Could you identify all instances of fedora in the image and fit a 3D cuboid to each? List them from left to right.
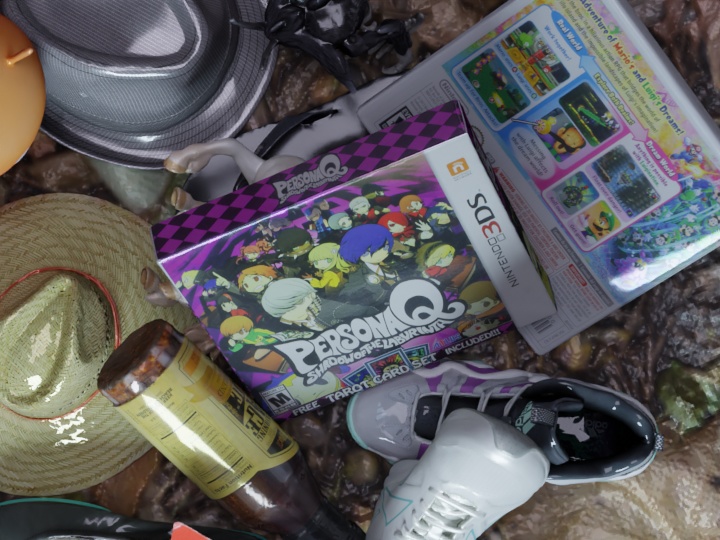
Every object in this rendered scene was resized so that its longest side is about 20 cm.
[{"bbox_3d":[-0.152,-0.162,1.457,0.200,0.090,0.177,36,87,3],"label":"fedora"}]

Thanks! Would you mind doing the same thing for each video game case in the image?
[{"bbox_3d":[0.000,0.000,1.386,0.200,0.181,0.036,-22,47,8],"label":"video game case"},{"bbox_3d":[0.126,-0.070,1.427,0.182,0.024,0.200,-34,99,24],"label":"video game case"}]

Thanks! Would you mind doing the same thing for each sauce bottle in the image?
[{"bbox_3d":[-0.076,0.116,1.430,0.066,0.066,0.200,-46,110,-3],"label":"sauce bottle"}]

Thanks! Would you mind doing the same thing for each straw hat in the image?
[{"bbox_3d":[-0.198,0.047,1.446,0.201,0.085,0.202,0,86,1],"label":"straw hat"}]

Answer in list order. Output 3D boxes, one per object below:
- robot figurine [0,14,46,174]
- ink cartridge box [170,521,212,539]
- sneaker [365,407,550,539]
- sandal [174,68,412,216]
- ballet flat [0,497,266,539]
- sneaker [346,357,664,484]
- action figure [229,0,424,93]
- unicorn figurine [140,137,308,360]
[{"bbox_3d":[-0.274,-0.113,1.415,0.144,0.200,0.117,-39,128,-31],"label":"robot figurine"},{"bbox_3d":[-0.079,0.272,1.383,0.162,0.050,0.200,29,126,14],"label":"ink cartridge box"},{"bbox_3d":[0.053,0.144,1.375,0.070,0.200,0.080,33,62,-3],"label":"sneaker"},{"bbox_3d":[-0.036,-0.071,1.473,0.200,0.043,0.076,-33,86,-2],"label":"sandal"},{"bbox_3d":[-0.150,0.186,1.437,0.200,0.068,0.068,5,125,2],"label":"ballet flat"},{"bbox_3d":[0.091,0.091,1.411,0.200,0.140,0.078,2,86,0],"label":"sneaker"},{"bbox_3d":[0.002,-0.182,1.453,0.200,0.102,0.119,-32,86,-18],"label":"action figure"},{"bbox_3d":[-0.056,-0.029,1.421,0.137,0.200,0.074,3,46,-20],"label":"unicorn figurine"}]
